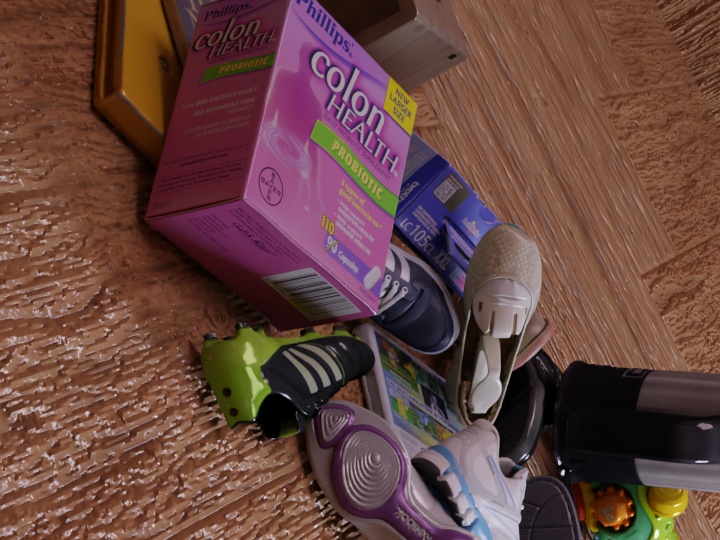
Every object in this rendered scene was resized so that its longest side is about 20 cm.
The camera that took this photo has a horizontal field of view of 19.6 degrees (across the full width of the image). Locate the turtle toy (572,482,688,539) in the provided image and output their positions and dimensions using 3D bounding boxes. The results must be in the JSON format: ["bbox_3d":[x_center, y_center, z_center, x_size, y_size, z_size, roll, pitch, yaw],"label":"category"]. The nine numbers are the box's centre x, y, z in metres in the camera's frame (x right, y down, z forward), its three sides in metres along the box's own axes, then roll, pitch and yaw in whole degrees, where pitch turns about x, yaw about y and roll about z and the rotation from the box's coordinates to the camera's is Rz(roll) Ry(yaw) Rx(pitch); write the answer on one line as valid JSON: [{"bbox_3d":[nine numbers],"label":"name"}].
[{"bbox_3d":[0.253,0.200,2.059,0.146,0.101,0.200,85,-7,-56],"label":"turtle toy"}]

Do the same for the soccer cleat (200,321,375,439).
[{"bbox_3d":[-0.051,0.084,1.556,0.200,0.067,0.081,4,68,-59],"label":"soccer cleat"}]

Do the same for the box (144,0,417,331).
[{"bbox_3d":[-0.055,-0.085,1.595,0.176,0.097,0.200,42,48,-42],"label":"box"}]

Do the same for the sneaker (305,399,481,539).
[{"bbox_3d":[0.022,0.189,1.604,0.200,0.075,0.100,52,-17,4],"label":"sneaker"}]

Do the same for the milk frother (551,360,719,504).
[{"bbox_3d":[0.273,0.195,1.913,0.180,0.188,0.200,-35,124,-58],"label":"milk frother"}]

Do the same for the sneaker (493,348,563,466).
[{"bbox_3d":[0.161,0.132,1.968,0.114,0.076,0.200,45,21,-24],"label":"sneaker"}]

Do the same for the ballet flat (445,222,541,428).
[{"bbox_3d":[0.117,0.054,1.780,0.062,0.067,0.200,-97,-167,-53],"label":"ballet flat"}]

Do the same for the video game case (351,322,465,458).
[{"bbox_3d":[0.067,0.160,1.789,0.200,0.022,0.182,38,32,-47],"label":"video game case"}]

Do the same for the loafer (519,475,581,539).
[{"bbox_3d":[0.158,0.277,1.776,0.063,0.072,0.200,44,42,-72],"label":"loafer"}]

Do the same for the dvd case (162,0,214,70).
[{"bbox_3d":[-0.106,-0.182,1.709,0.149,0.016,0.200,24,41,-53],"label":"dvd case"}]

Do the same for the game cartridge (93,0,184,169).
[{"bbox_3d":[-0.138,-0.126,1.650,0.200,0.032,0.176,49,24,-37],"label":"game cartridge"}]

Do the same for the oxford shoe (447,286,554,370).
[{"bbox_3d":[0.113,0.046,1.903,0.074,0.071,0.200,49,-12,-15],"label":"oxford shoe"}]

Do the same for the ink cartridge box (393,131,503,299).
[{"bbox_3d":[0.061,-0.056,1.855,0.136,0.076,0.200,46,-2,-36],"label":"ink cartridge box"}]

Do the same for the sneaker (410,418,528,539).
[{"bbox_3d":[0.107,0.200,1.671,0.075,0.087,0.200,30,-31,42],"label":"sneaker"}]

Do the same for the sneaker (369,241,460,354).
[{"bbox_3d":[0.000,0.000,1.741,0.200,0.070,0.109,49,18,-1],"label":"sneaker"}]

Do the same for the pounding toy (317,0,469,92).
[{"bbox_3d":[0.007,-0.257,1.929,0.142,0.184,0.200,30,37,-55],"label":"pounding toy"}]
